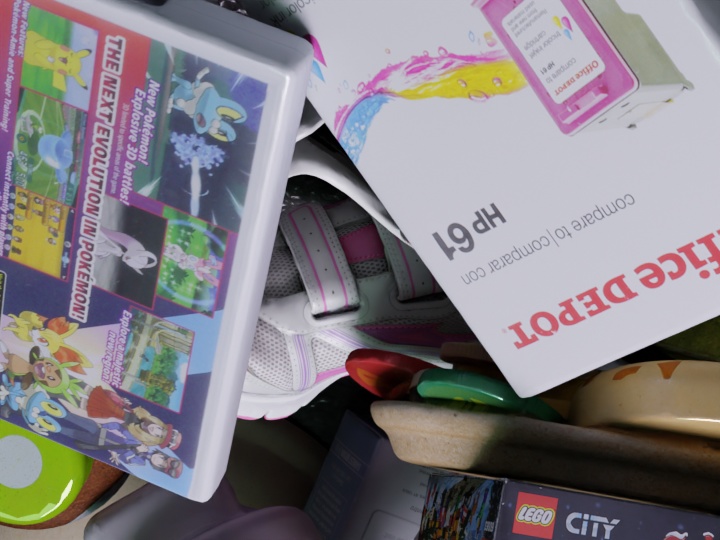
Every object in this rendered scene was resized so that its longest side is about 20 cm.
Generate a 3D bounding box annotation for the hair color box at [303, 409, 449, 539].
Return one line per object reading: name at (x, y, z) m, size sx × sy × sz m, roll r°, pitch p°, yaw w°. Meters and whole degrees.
hair color box at (0.004, 0.179, 1.063) m, size 0.099 × 0.201 × 0.061 m, roll 22°, pitch -178°, yaw -20°

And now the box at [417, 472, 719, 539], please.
box at (0.128, 0.105, 0.768) m, size 0.199 × 0.038 × 0.137 m, roll 11°, pitch 175°, yaw -7°

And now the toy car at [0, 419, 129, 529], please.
toy car at (-0.182, 0.120, 0.981) m, size 0.157 × 0.164 × 0.201 m, roll 11°, pitch 104°, yaw 2°

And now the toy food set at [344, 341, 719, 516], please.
toy food set at (0.096, 0.059, 0.813) m, size 0.197 × 0.049 × 0.200 m, roll 7°, pitch 174°, yaw 26°

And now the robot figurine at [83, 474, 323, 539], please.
robot figurine at (-0.042, 0.180, 0.939) m, size 0.113 × 0.200 × 0.170 m, roll -31°, pitch 163°, yaw -4°

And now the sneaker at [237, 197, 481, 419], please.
sneaker at (0.000, 0.000, 0.874) m, size 0.199 × 0.082 × 0.088 m, roll -3°, pitch 145°, yaw -37°

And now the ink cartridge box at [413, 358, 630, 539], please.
ink cartridge box at (0.128, 0.139, 0.955) m, size 0.200 × 0.146 × 0.083 m, roll 30°, pitch 165°, yaw -3°

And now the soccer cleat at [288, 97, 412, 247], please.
soccer cleat at (0.053, -0.030, 0.816) m, size 0.199 × 0.085 × 0.069 m, roll 23°, pitch 124°, yaw -13°

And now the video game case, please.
video game case at (-0.116, -0.026, 0.747) m, size 0.182 × 0.023 × 0.200 m, roll 22°, pitch 132°, yaw 8°

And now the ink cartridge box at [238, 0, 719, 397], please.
ink cartridge box at (0.060, -0.078, 0.673) m, size 0.144 × 0.085 × 0.200 m, roll -28°, pitch 102°, yaw 46°

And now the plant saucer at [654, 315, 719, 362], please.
plant saucer at (0.240, 0.055, 0.806) m, size 0.200 × 0.048 × 0.199 m, roll 25°, pitch 174°, yaw -37°

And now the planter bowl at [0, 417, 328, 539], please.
planter bowl at (-0.114, 0.157, 1.127) m, size 0.199 × 0.135 × 0.201 m, roll 9°, pitch 147°, yaw 6°

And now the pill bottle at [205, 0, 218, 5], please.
pill bottle at (-0.122, -0.048, 0.833) m, size 0.112 × 0.112 × 0.200 m, roll 21°, pitch 147°, yaw -15°
